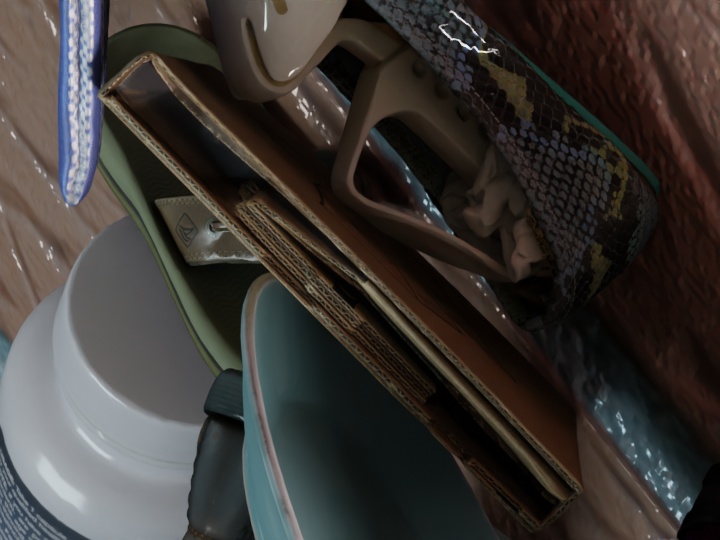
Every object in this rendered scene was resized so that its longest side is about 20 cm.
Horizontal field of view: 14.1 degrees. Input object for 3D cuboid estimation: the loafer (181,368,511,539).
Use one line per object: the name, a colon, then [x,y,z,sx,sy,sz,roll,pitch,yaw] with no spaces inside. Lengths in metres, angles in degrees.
loafer: [-0.003,0.092,0.935,0.072,0.063,0.200,16,166,32]

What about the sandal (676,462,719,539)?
sandal: [0.119,0.092,0.841,0.075,0.048,0.201,50,149,24]

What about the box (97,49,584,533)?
box: [0.000,0.000,0.843,0.163,0.021,0.200,45,-175,0]

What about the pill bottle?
pill bottle: [-0.081,0.067,1.091,0.120,0.119,0.200,54,151,18]

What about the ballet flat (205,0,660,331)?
ballet flat: [0.002,-0.058,0.813,0.200,0.074,0.074,42,156,-14]

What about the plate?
plate: [0.012,0.094,0.796,0.201,0.025,0.200,57,-167,-21]

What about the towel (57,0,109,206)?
towel: [-0.082,-0.128,0.823,0.200,0.024,0.146,-97,7,-61]

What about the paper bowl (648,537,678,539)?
paper bowl: [0.143,0.138,0.731,0.200,0.105,0.201,36,168,9]

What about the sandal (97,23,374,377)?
sandal: [-0.032,-0.018,0.981,0.201,0.079,0.058,50,145,26]
